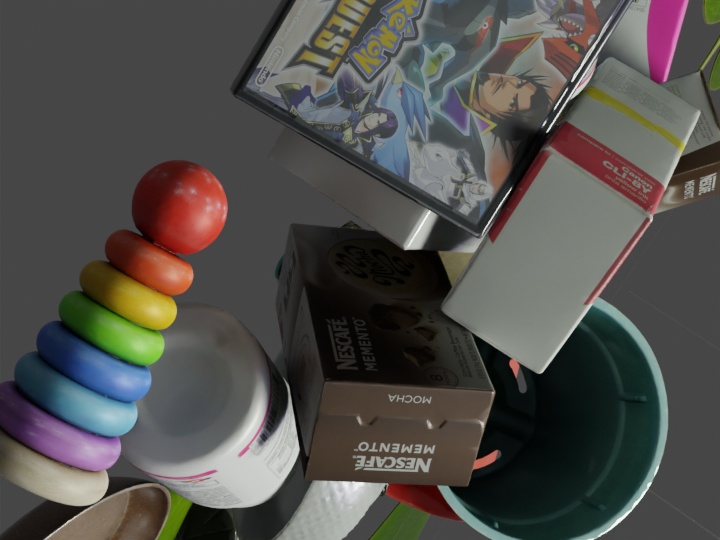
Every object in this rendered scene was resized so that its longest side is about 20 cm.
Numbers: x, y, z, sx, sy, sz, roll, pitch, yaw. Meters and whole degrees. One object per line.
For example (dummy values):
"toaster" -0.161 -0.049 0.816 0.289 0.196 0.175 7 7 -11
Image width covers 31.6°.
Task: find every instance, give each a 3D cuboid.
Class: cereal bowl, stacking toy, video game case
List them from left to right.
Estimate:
"stacking toy" -0.138 0.029 0.720 0.200 0.085 0.085 -60 163 1
"cereal bowl" -0.026 0.141 1.038 0.200 0.083 0.200 -51 -153 39
"video game case" 0.050 -0.146 0.755 0.200 0.181 0.026 -58 -161 9

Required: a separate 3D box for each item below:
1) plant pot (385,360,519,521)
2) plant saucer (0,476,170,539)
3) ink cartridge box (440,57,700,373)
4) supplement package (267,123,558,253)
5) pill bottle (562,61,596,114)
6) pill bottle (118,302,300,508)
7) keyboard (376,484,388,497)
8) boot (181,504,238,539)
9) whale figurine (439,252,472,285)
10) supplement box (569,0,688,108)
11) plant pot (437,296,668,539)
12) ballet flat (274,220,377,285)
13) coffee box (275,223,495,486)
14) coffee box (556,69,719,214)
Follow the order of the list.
"plant pot" 0.065 0.131 1.292 0.177 0.200 0.200 -61 166 -19
"plant saucer" -0.218 0.212 0.881 0.200 0.034 0.200 -41 159 -19
"ink cartridge box" 0.150 -0.045 0.878 0.145 0.083 0.200 -61 173 34
"supplement package" 0.045 -0.093 0.906 0.121 0.120 0.200 -59 164 10
"pill bottle" 0.136 -0.195 0.985 0.109 0.109 0.200 -49 163 -20
"pill bottle" -0.103 0.104 0.886 0.113 0.113 0.200 -52 163 -12
"keyboard" -0.006 0.149 1.161 0.200 0.127 0.021 -64 148 -13
"boot" -0.119 0.285 1.236 0.154 0.073 0.204 -24 138 -57
"whale figurine" 0.127 0.016 1.191 0.159 0.200 0.104 -56 179 29
"supplement box" 0.229 -0.186 1.157 0.103 0.101 0.200 -35 140 -75
"plant pot" 0.116 0.115 1.047 0.200 0.200 0.196 -52 -170 -11
"ballet flat" 0.000 0.000 1.058 0.076 0.064 0.200 -59 162 16
"coffee box" 0.009 0.053 0.873 0.200 0.113 0.080 -105 -156 -58
"coffee box" 0.198 -0.084 1.060 0.200 0.080 0.114 -17 166 11
